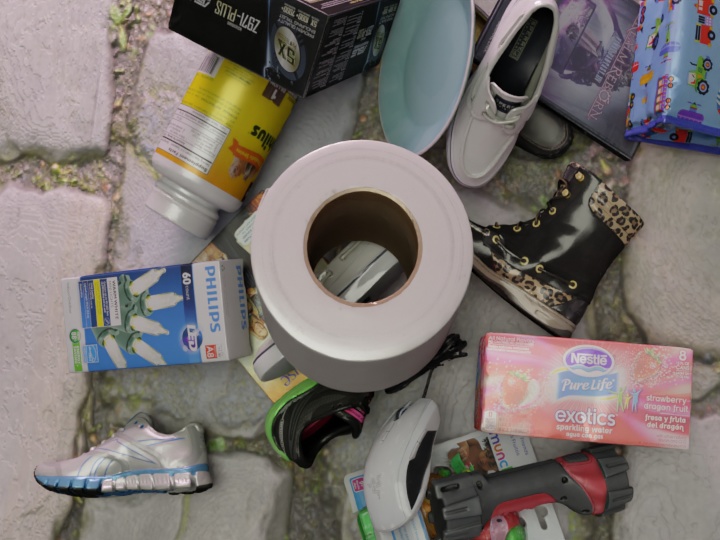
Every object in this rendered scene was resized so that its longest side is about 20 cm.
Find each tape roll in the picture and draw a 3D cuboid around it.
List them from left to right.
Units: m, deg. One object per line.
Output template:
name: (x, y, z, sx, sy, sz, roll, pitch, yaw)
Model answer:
tape roll: (0.000, 0.000, 0.972, 0.198, 0.139, 0.207, 1, 73, -2)

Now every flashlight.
flashlight: (0.162, 0.219, 1.004, 0.196, 0.068, 0.069, -11, 60, -17)

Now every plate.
plate: (0.072, -0.214, 1.063, 0.025, 0.199, 0.205, 6, 84, -24)

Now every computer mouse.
computer mouse: (0.043, 0.155, 1.019, 0.109, 0.044, 0.202, -25, 36, 40)

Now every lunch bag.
lunch bag: (0.376, -0.194, 1.030, 0.196, 0.094, 0.154, 9, 86, -9)

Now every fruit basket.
fruit basket: (0.100, 0.262, 1.035, 0.196, 0.094, 0.188, -17, 73, -1)

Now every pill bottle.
pill bottle: (-0.151, -0.140, 1.119, 0.108, 0.109, 0.202, 28, 90, 12)

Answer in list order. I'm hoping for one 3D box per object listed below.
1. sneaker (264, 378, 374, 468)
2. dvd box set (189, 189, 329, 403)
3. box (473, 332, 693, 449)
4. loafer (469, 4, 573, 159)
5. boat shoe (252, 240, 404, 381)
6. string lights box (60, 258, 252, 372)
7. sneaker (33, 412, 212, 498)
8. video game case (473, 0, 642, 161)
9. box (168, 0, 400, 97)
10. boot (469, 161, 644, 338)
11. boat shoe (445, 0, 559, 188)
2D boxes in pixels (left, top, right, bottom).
sneaker: (-0.007, 0.121, 1.055, 0.200, 0.077, 0.084, -47, 48, 5)
dvd box set: (-0.090, 0.036, 1.128, 0.146, 0.029, 0.200, -43, 78, 4)
box: (0.212, 0.117, 1.014, 0.196, 0.103, 0.097, 4, 84, 4)
loafer: (0.147, -0.200, 1.087, 0.073, 0.072, 0.201, -41, 79, 3)
boat shoe: (-0.040, 0.029, 1.067, 0.200, 0.072, 0.066, -42, 74, -4)
string lights box: (-0.218, 0.049, 1.115, 0.196, 0.059, 0.105, -6, 90, 21)
sneaker: (-0.255, 0.199, 1.130, 0.196, 0.075, 0.088, -4, 73, 5)
video game case: (0.224, -0.225, 1.059, 0.198, 0.019, 0.145, 30, 83, -9)
box: (-0.071, -0.266, 1.065, 0.162, 0.200, 0.087, 28, 118, 12)
boot: (0.176, -0.045, 1.065, 0.199, 0.073, 0.151, 40, 92, 11)
boat shoe: (0.135, -0.170, 1.006, 0.072, 0.066, 0.203, 15, 111, -5)
